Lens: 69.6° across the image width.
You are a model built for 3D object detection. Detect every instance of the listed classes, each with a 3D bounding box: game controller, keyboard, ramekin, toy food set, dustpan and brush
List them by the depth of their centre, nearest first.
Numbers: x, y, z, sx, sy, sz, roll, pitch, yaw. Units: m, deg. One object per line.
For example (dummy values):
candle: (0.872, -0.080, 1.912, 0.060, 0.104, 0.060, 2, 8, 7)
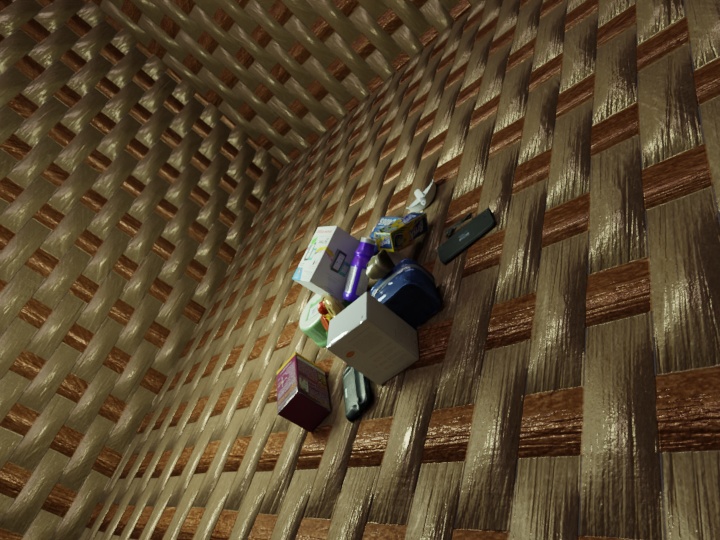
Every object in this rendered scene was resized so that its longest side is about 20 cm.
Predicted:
game controller: (-0.012, 0.329, 1.462, 0.105, 0.042, 0.201, -58, 19, 25)
keyboard: (0.303, -0.109, 1.511, 0.199, 0.021, 0.128, -39, 33, 26)
toy food set: (-0.075, 0.165, 1.624, 0.048, 0.200, 0.199, -28, 11, -23)
dustpan and brush: (0.217, -0.251, 1.812, 0.140, 0.057, 0.201, -46, 24, 14)
ramekin: (-0.124, 0.157, 1.817, 0.200, 0.097, 0.201, -40, 26, 24)

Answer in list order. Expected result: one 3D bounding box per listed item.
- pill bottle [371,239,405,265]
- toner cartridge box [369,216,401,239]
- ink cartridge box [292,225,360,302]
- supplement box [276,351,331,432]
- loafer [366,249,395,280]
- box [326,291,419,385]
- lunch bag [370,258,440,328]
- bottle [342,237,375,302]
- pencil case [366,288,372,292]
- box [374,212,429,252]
pill bottle: (0.069, -0.035, 1.714, 0.116, 0.115, 0.200, -51, 23, 2)
toner cartridge box: (0.112, -0.143, 1.876, 0.096, 0.043, 0.199, -57, 24, -9)
ink cartridge box: (-0.097, -0.023, 1.699, 0.146, 0.145, 0.202, 4, 65, 60)
supplement box: (-0.176, 0.368, 1.582, 0.103, 0.130, 0.201, -47, 23, 14)
loafer: (0.056, -0.014, 1.508, 0.067, 0.077, 0.200, -34, -7, 11)
box: (0.034, 0.183, 1.366, 0.152, 0.199, 0.107, -38, 27, 26)
lunch bag: (0.117, 0.077, 1.444, 0.200, 0.135, 0.133, -41, 25, 26)
bottle: (0.000, 0.000, 1.609, 0.083, 0.064, 0.203, -171, 96, -73)
pencil case: (0.104, 0.056, 1.565, 0.199, 0.087, 0.088, -37, 27, 32)
box: (0.135, -0.125, 1.653, 0.069, 0.065, 0.199, 7, 28, 42)
